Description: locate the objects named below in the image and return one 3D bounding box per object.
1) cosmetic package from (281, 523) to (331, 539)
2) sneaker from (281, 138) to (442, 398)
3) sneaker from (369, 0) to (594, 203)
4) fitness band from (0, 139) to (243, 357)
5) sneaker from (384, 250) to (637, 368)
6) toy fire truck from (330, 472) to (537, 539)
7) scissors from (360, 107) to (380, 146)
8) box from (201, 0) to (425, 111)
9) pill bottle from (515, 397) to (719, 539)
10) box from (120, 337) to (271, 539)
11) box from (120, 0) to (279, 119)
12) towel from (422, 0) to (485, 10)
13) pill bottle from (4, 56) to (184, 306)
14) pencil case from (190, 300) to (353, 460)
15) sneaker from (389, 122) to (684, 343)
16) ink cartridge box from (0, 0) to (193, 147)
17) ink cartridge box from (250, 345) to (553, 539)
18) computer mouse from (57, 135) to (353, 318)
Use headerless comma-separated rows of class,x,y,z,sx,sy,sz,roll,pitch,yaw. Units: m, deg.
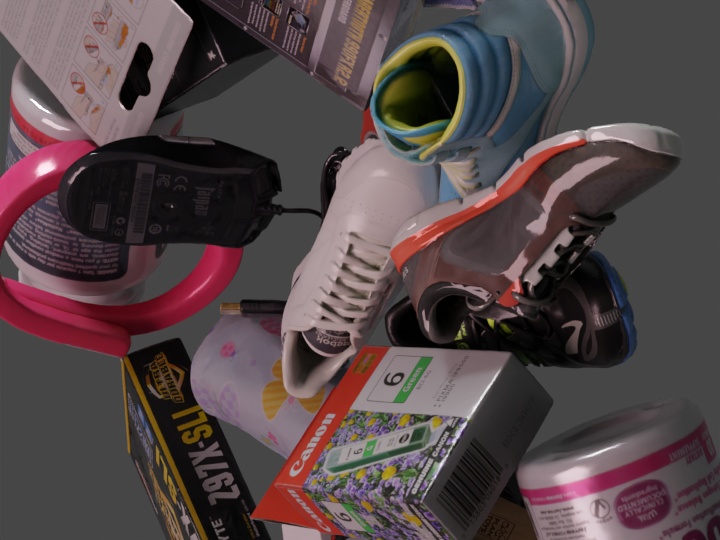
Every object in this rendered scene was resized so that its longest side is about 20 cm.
cosmetic package,-0.001,0.235,1.862,0.050,0.082,0.201,19,123,46
sneaker,0.000,0.000,1.704,0.076,0.081,0.200,23,139,0
sneaker,0.050,-0.075,1.573,0.080,0.130,0.201,44,141,28
fitness band,-0.170,-0.015,1.851,0.144,0.199,0.037,-55,43,20
sneaker,0.088,0.032,1.624,0.199,0.082,0.071,-2,106,53
toy fire truck,0.057,0.219,1.704,0.175,0.129,0.201,25,143,9
scissors,-0.001,-0.125,1.715,0.201,0.014,0.073,62,147,4
box,-0.035,-0.192,1.593,0.158,0.048,0.200,34,158,6
pill bottle,0.172,0.184,1.571,0.113,0.113,0.201,-13,99,55
box,-0.109,0.169,1.930,0.160,0.049,0.201,99,149,-61
box,-0.129,-0.213,1.781,0.141,0.079,0.201,-25,88,59
towel,-0.013,-0.227,1.587,0.146,0.024,0.200,9,145,49
pill bottle,-0.189,-0.053,1.916,0.119,0.119,0.201,41,137,33
pencil case,-0.023,0.096,1.809,0.200,0.083,0.091,30,168,41
sneaker,0.105,-0.015,1.539,0.200,0.077,0.082,-30,61,38
ink cartridge box,-0.175,-0.185,1.765,0.200,0.047,0.160,48,142,16
ink cartridge box,0.010,0.100,1.620,0.199,0.109,0.050,2,141,50
computer mouse,-0.097,-0.031,1.778,0.046,0.198,0.141,-100,13,-50
